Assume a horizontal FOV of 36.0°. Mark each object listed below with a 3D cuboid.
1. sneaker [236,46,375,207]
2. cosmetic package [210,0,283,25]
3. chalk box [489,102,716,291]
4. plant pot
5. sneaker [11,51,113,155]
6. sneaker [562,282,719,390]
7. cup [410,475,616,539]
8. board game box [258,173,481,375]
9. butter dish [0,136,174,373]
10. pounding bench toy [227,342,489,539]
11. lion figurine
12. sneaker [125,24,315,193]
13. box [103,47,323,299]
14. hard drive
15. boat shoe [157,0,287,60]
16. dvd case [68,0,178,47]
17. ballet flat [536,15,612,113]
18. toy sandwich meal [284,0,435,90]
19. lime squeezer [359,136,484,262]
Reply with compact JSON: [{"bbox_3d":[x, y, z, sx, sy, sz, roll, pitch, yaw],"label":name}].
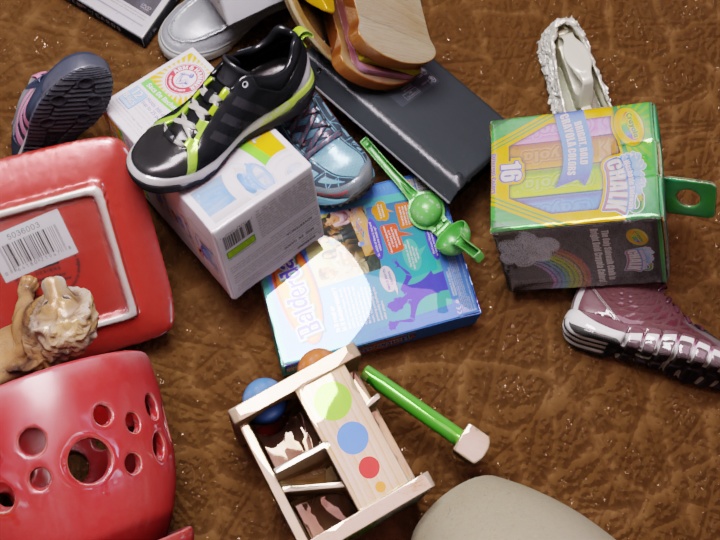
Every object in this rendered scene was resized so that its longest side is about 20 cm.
[{"bbox_3d":[-0.066,-0.140,1.056,0.079,0.096,0.199,-40,62,-17],"label":"sneaker"},{"bbox_3d":[-0.148,-0.343,1.073,0.070,0.102,0.201,-27,54,-11],"label":"cosmetic package"},{"bbox_3d":[0.225,-0.067,1.022,0.196,0.125,0.126,-5,61,15],"label":"chalk box"},{"bbox_3d":[-0.245,0.185,0.921,0.197,0.200,0.186,-18,83,-9],"label":"plant pot"},{"bbox_3d":[-0.285,-0.160,1.022,0.069,0.199,0.084,-2,69,-35],"label":"sneaker"},{"bbox_3d":[0.299,0.036,1.062,0.196,0.076,0.117,17,70,2],"label":"sneaker"},{"bbox_3d":[0.120,0.261,0.936,0.198,0.202,0.144,-30,52,-12],"label":"cup"},{"bbox_3d":[0.000,0.000,1.067,0.196,0.045,0.155,-13,74,-8],"label":"board game box"},{"bbox_3d":[-0.287,-0.028,1.014,0.196,0.148,0.203,-15,118,-8],"label":"butter dish"},{"bbox_3d":[-0.001,0.141,0.983,0.198,0.124,0.158,-27,76,-11],"label":"pounding bench toy"},{"bbox_3d":[-0.297,0.070,0.902,0.199,0.123,0.073,-36,119,3],"label":"lion figurine"},{"bbox_3d":[-0.122,-0.148,0.944,0.199,0.083,0.071,-39,60,-22],"label":"sneaker"},{"bbox_3d":[-0.137,-0.094,1.023,0.112,0.102,0.200,-35,59,-18],"label":"box"},{"bbox_3d":[0.051,-0.165,1.093,0.199,0.033,0.139,41,43,9],"label":"hard drive"},{"bbox_3d":[-0.122,-0.286,1.131,0.199,0.072,0.071,-33,77,-12],"label":"boat shoe"},{"bbox_3d":[-0.235,-0.353,1.170,0.149,0.025,0.202,30,74,5],"label":"dvd case"},{"bbox_3d":[0.225,-0.166,1.122,0.070,0.072,0.203,-15,75,-8],"label":"ballet flat"},{"bbox_3d":[0.000,-0.272,1.032,0.203,0.069,0.209,16,68,-46],"label":"toy sandwich meal"},{"bbox_3d":[0.063,-0.051,1.033,0.038,0.070,0.200,-52,48,14],"label":"lime squeezer"}]
